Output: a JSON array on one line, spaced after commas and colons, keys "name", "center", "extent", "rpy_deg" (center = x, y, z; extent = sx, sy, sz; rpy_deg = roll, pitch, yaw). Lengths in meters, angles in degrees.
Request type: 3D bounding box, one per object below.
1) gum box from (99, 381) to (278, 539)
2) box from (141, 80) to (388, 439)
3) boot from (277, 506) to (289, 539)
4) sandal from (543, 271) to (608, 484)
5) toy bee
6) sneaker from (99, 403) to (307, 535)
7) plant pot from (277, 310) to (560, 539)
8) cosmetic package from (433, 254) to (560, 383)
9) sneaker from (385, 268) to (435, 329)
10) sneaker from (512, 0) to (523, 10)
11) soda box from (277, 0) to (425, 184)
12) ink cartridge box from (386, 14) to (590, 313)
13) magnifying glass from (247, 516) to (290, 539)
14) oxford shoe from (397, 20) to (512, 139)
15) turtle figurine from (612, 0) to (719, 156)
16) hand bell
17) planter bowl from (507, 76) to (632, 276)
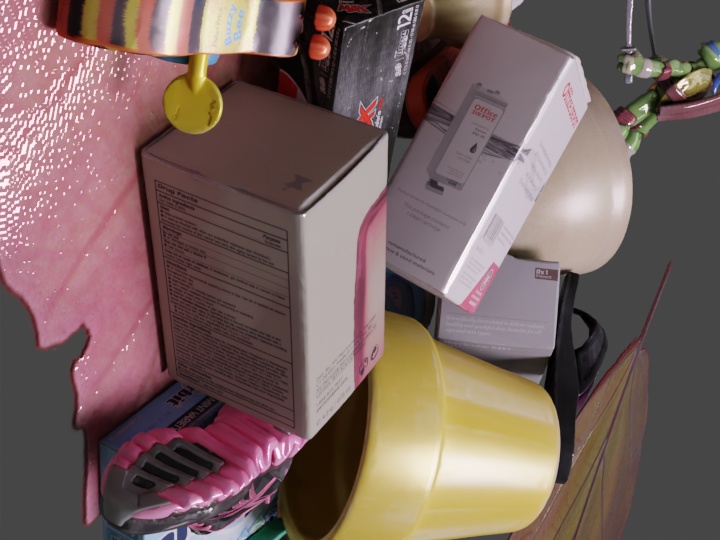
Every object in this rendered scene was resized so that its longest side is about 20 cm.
[{"name": "gum box", "center": [-0.126, 0.172, 0.999], "extent": [0.170, 0.045, 0.200], "rpy_deg": [-39, 142, -47]}, {"name": "box", "center": [-0.060, -0.007, 0.887], "extent": [0.109, 0.128, 0.200], "rpy_deg": [-46, 148, -42]}, {"name": "boot", "center": [-0.044, 0.238, 1.194], "extent": [0.074, 0.075, 0.200], "rpy_deg": [-30, 135, -52]}, {"name": "sandal", "center": [0.188, 0.094, 1.134], "extent": [0.075, 0.048, 0.201], "rpy_deg": [96, 2, -58]}, {"name": "toy bee", "center": [-0.074, -0.156, 0.758], "extent": [0.200, 0.109, 0.131], "rpy_deg": [-45, 146, -42]}, {"name": "sneaker", "center": [-0.107, 0.152, 0.895], "extent": [0.200, 0.079, 0.096], "rpy_deg": [-16, 134, -57]}, {"name": "plant pot", "center": [0.051, 0.141, 1.071], "extent": [0.189, 0.201, 0.201], "rpy_deg": [12, 102, -23]}, {"name": "cosmetic package", "center": [0.120, 0.055, 1.195], "extent": [0.200, 0.107, 0.090], "rpy_deg": [78, 17, -73]}, {"name": "sneaker", "center": [0.010, 0.091, 1.206], "extent": [0.090, 0.078, 0.200], "rpy_deg": [-21, 120, -47]}, {"name": "sneaker", "center": [0.112, -0.287, 1.101], "extent": [0.082, 0.075, 0.200], "rpy_deg": [77, 29, -43]}, {"name": "soda box", "center": [-0.015, -0.116, 0.909], "extent": [0.071, 0.063, 0.200], "rpy_deg": [-26, 146, -29]}, {"name": "ink cartridge box", "center": [0.092, -0.077, 1.008], "extent": [0.200, 0.083, 0.147], "rpy_deg": [-61, 164, 0]}, {"name": "magnifying glass", "center": [-0.095, 0.240, 1.042], "extent": [0.200, 0.022, 0.080], "rpy_deg": [17, 96, -65]}, {"name": "oxford shoe", "center": [0.074, -0.170, 1.115], "extent": [0.200, 0.072, 0.071], "rpy_deg": [-40, 113, -48]}, {"name": "turtle figurine", "center": [0.342, -0.238, 1.611], "extent": [0.194, 0.200, 0.144], "rpy_deg": [-50, -170, 14]}, {"name": "hand bell", "center": [0.011, -0.187, 0.971], "extent": [0.200, 0.104, 0.104], "rpy_deg": [-29, 136, -37]}, {"name": "planter bowl", "center": [0.129, -0.079, 1.183], "extent": [0.135, 0.200, 0.200], "rpy_deg": [-16, 129, -28]}]
